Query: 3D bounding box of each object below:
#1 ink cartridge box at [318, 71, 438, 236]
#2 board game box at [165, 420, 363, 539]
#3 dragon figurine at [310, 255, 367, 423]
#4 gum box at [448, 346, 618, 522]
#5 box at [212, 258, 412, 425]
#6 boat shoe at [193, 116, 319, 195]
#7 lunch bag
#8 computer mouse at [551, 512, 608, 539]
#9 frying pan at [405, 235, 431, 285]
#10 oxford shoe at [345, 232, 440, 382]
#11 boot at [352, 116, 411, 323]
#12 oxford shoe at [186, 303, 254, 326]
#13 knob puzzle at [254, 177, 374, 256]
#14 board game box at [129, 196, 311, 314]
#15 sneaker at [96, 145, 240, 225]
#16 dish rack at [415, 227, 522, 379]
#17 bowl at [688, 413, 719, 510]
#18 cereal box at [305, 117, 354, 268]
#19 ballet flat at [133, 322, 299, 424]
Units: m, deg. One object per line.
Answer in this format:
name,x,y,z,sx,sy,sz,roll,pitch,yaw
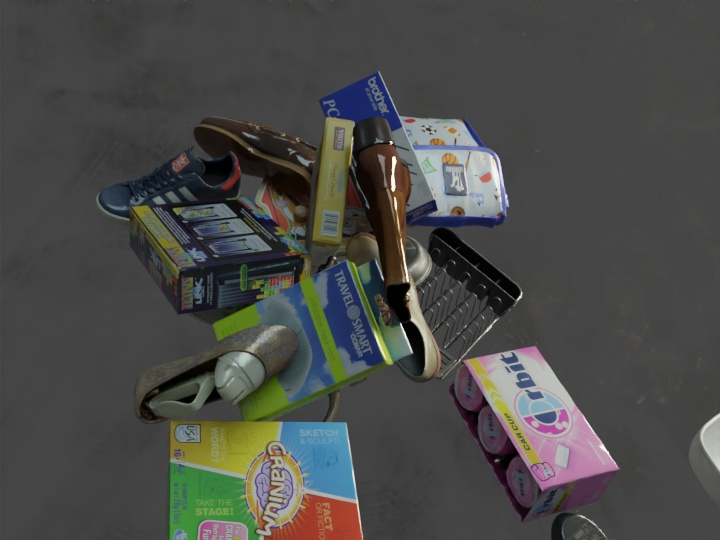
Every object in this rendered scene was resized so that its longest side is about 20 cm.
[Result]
ink cartridge box,0.023,-0.154,1.077,0.092,0.044,0.204,-23,72,4
board game box,-0.102,0.234,0.842,0.195,0.041,0.155,4,49,-18
dragon figurine,-0.037,0.089,0.962,0.098,0.204,0.058,19,3,43
gum box,0.199,0.185,0.967,0.111,0.067,0.202,-5,45,-25
box,-0.055,0.077,0.896,0.197,0.048,0.124,-25,76,9
boat shoe,-0.140,-0.173,1.152,0.197,0.071,0.071,26,58,9
lunch bag,0.107,-0.137,1.176,0.166,0.126,0.202,0,42,-20
computer mouse,0.278,0.359,0.890,0.058,0.034,0.202,-21,67,-32
frying pan,0.002,-0.011,1.073,0.185,0.031,0.116,-3,38,3
oxford shoe,0.040,0.041,0.986,0.070,0.075,0.203,-31,81,6
boot,0.042,-0.042,0.914,0.067,0.189,0.204,-10,69,-2
oxford shoe,-0.158,0.040,0.980,0.198,0.058,0.075,36,51,15
knob puzzle,-0.058,-0.106,1.164,0.214,0.031,0.223,10,48,-11
board game box,-0.174,-0.024,0.974,0.162,0.058,0.200,-9,28,-28
sneaker,-0.249,-0.119,1.065,0.197,0.085,0.076,-15,56,-31
dish rack,0.107,0.045,1.078,0.153,0.055,0.199,38,49,16
bowl,0.520,0.272,1.022,0.196,0.075,0.202,-14,57,-29
cereal box,-0.043,-0.087,1.003,0.039,0.200,0.148,6,81,-7
ballet flat,-0.154,0.117,0.851,0.196,0.069,0.068,-23,28,15
